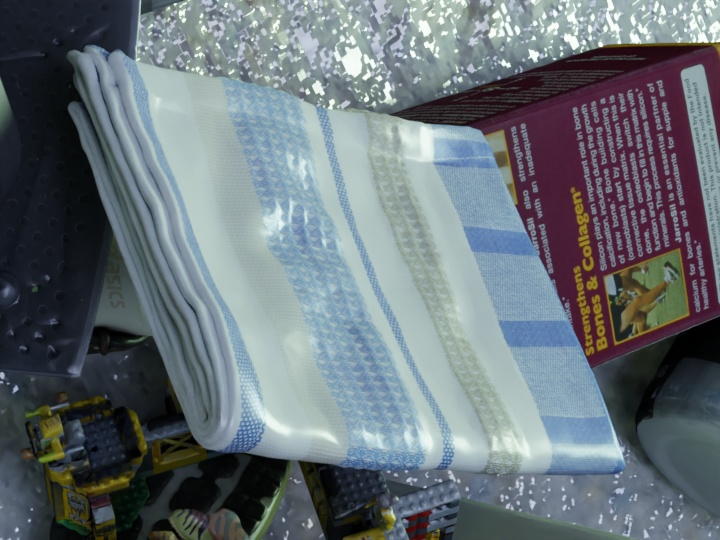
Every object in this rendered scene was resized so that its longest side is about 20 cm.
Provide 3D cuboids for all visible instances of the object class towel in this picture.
[{"bbox_3d":[0.000,0.000,0.754,0.199,0.024,0.148,9,49,-45],"label":"towel"}]

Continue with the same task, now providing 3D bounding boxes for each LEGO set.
[{"bbox_3d":[-0.031,0.092,0.768,0.152,0.116,0.201,-8,59,-9],"label":"LEGO set"}]

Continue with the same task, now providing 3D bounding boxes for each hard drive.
[{"bbox_3d":[-0.140,-0.064,0.763,0.134,0.042,0.202,4,76,-1],"label":"hard drive"}]

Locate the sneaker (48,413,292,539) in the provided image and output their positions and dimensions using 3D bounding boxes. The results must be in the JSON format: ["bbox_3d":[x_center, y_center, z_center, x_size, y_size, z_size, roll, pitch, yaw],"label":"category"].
[{"bbox_3d":[-0.087,0.140,0.864,0.201,0.076,0.089,-57,158,-26],"label":"sneaker"}]

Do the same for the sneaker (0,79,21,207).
[{"bbox_3d":[-0.160,-0.075,0.652,0.083,0.071,0.201,-42,127,-31],"label":"sneaker"}]

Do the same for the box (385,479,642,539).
[{"bbox_3d":[0.069,0.213,0.882,0.171,0.198,0.201,39,73,-30],"label":"box"}]

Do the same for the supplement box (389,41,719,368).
[{"bbox_3d":[0.062,-0.017,0.928,0.199,0.085,0.111,-19,104,-32],"label":"supplement box"}]

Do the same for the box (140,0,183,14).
[{"bbox_3d":[-0.037,-0.198,0.869,0.199,0.049,0.162,-24,104,-31],"label":"box"}]

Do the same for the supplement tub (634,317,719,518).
[{"bbox_3d":[0.217,0.017,1.015,0.122,0.122,0.201,43,71,-29],"label":"supplement tub"}]

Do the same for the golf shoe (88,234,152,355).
[{"bbox_3d":[-0.122,-0.002,0.800,0.199,0.094,0.078,-21,106,-30],"label":"golf shoe"}]
